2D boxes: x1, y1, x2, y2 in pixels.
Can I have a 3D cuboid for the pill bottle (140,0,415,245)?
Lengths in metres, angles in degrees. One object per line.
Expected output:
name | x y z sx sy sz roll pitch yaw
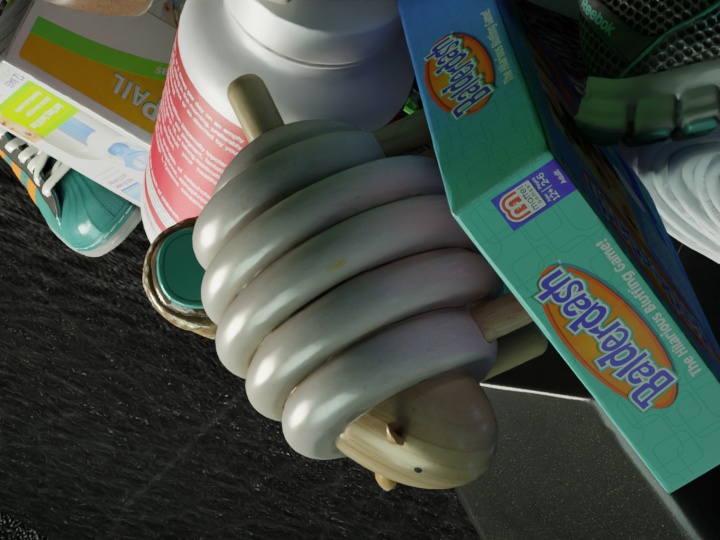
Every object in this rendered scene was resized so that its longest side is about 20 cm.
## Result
pill bottle | -0.037 -0.080 1.017 0.112 0.113 0.200 24 144 2

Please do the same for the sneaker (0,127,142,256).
sneaker | -0.189 -0.080 1.285 0.080 0.071 0.200 39 -172 -38

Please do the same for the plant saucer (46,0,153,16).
plant saucer | -0.151 -0.190 0.903 0.200 0.034 0.201 50 161 25

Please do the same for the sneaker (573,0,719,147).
sneaker | 0.172 -0.106 0.801 0.199 0.092 0.078 -11 180 4

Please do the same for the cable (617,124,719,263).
cable | 0.213 -0.047 0.959 0.200 0.069 0.200 33 160 -24

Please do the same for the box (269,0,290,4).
box | -0.049 -0.195 0.836 0.082 0.069 0.200 17 152 7

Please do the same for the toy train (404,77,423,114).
toy train | 0.023 -0.100 1.113 0.200 0.042 0.056 33 170 -25

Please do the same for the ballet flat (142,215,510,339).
ballet flat | 0.000 0.000 0.996 0.199 0.071 0.065 2 167 -4

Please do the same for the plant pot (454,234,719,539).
plant pot | 0.149 0.053 1.149 0.199 0.200 0.177 6 147 45

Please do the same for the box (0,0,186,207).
box | -0.101 -0.095 1.182 0.200 0.102 0.112 30 162 -17

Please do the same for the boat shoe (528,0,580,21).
boat shoe | 0.087 -0.142 0.856 0.199 0.074 0.067 11 123 -4

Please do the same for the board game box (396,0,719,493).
board game box | 0.081 -0.026 0.857 0.152 0.045 0.200 51 -167 -26

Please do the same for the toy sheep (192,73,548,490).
toy sheep | -0.003 0.002 0.900 0.200 0.137 0.138 61 174 21
